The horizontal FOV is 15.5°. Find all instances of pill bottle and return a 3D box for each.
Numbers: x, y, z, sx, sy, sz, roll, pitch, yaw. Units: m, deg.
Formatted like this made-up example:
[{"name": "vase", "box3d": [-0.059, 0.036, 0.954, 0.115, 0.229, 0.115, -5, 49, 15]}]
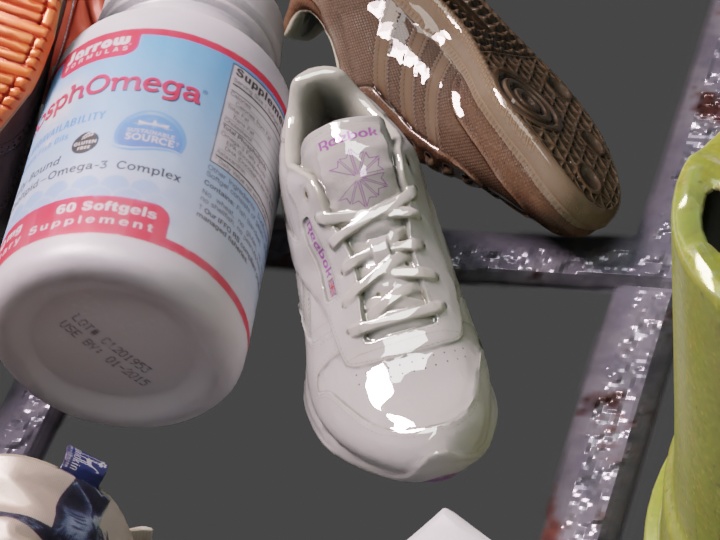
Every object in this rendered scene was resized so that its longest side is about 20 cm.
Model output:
[{"name": "pill bottle", "box3d": [-0.088, -0.040, 1.131, 0.109, 0.109, 0.200, -4, 46, 14]}]

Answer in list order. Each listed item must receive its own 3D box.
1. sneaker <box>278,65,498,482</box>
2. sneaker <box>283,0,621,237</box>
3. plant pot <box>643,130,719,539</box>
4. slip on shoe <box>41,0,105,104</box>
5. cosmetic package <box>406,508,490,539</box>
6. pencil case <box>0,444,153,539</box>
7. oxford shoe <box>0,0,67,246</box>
[{"name": "sneaker", "box3d": [0.000, 0.000, 1.072, 0.075, 0.100, 0.200, -17, 46, -3]}, {"name": "sneaker", "box3d": [0.038, -0.073, 1.165, 0.076, 0.070, 0.200, -50, 56, 23]}, {"name": "plant pot", "box3d": [0.185, 0.035, 0.920, 0.200, 0.184, 0.200, -9, 45, 9]}, {"name": "slip on shoe", "box3d": [-0.121, -0.145, 1.283, 0.061, 0.074, 0.200, 24, 43, -8]}, {"name": "cosmetic package", "box3d": [-0.007, 0.189, 0.885, 0.200, 0.113, 0.081, -38, 48, -16]}, {"name": "pencil case", "box3d": [-0.135, 0.160, 0.975, 0.089, 0.078, 0.200, 7, 48, 2]}, {"name": "oxford shoe", "box3d": [-0.174, -0.060, 1.154, 0.071, 0.073, 0.200, 22, 85, 17]}]
